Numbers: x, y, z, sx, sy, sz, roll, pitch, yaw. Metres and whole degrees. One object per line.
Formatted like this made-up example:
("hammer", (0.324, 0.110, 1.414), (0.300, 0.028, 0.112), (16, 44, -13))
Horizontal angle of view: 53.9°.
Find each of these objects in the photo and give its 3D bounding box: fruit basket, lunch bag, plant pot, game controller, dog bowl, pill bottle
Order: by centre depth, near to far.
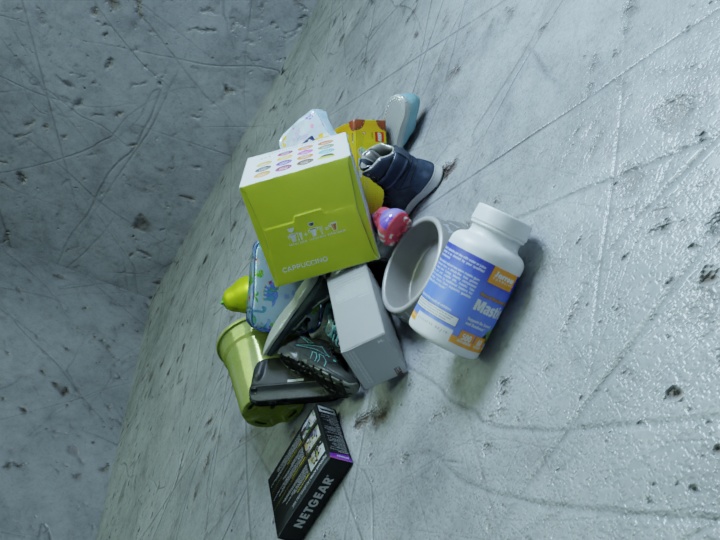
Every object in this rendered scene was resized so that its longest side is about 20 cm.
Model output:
("pill bottle", (0.159, 0.012, 0.990), (0.200, 0.112, 0.112), (-64, 23, 7))
("dog bowl", (0.106, -0.001, 1.191), (0.200, 0.059, 0.200), (-47, 29, 37))
("game controller", (-0.123, 0.212, 1.384), (0.200, 0.042, 0.104), (-7, 43, 16))
("lunch bag", (-0.151, 0.034, 1.467), (0.082, 0.160, 0.200), (168, 105, -75))
("lunch bag", (-0.096, -0.214, 1.480), (0.170, 0.127, 0.200), (63, 143, 31))
("plant pot", (-0.199, 0.224, 1.516), (0.200, 0.200, 0.184), (-52, 38, 31))
("fruit basket", (-0.237, 0.057, 1.766), (0.215, 0.155, 0.216), (-35, 32, 27))

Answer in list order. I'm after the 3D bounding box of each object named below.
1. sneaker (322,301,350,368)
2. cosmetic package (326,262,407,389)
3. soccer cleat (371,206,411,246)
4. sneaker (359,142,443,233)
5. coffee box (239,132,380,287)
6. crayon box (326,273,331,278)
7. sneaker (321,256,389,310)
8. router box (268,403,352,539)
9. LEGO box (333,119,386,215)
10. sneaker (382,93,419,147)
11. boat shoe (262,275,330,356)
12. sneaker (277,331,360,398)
("sneaker", (-0.029, 0.126, 1.330), (0.078, 0.086, 0.200), (-60, 23, 18))
("cosmetic package", (0.009, 0.091, 1.216), (0.090, 0.107, 0.200), (-23, 35, 10))
("soccer cleat", (0.047, -0.086, 1.278), (0.067, 0.076, 0.200), (-51, -7, 3))
("sneaker", (0.044, -0.159, 1.371), (0.202, 0.146, 0.077), (-50, 29, 38))
("coffee box", (-0.090, -0.116, 1.299), (0.198, 0.199, 0.200), (-99, -7, -67))
("crayon box", (-0.106, -0.003, 1.587), (0.200, 0.051, 0.127), (-67, -21, -5))
("sneaker", (-0.001, 0.000, 1.415), (0.201, 0.067, 0.108), (-38, 27, 39))
("router box", (-0.097, 0.368, 1.292), (0.200, 0.051, 0.149), (-59, 25, 18))
("LEGO box", (-0.006, -0.212, 1.526), (0.149, 0.077, 0.200), (179, 89, -66))
("sneaker", (0.084, -0.292, 1.534), (0.074, 0.082, 0.200), (47, 137, 24))
("boat shoe", (-0.121, 0.096, 1.380), (0.200, 0.062, 0.073), (-55, 16, 13))
("sneaker", (-0.069, 0.168, 1.320), (0.200, 0.075, 0.079), (23, 55, 39))
